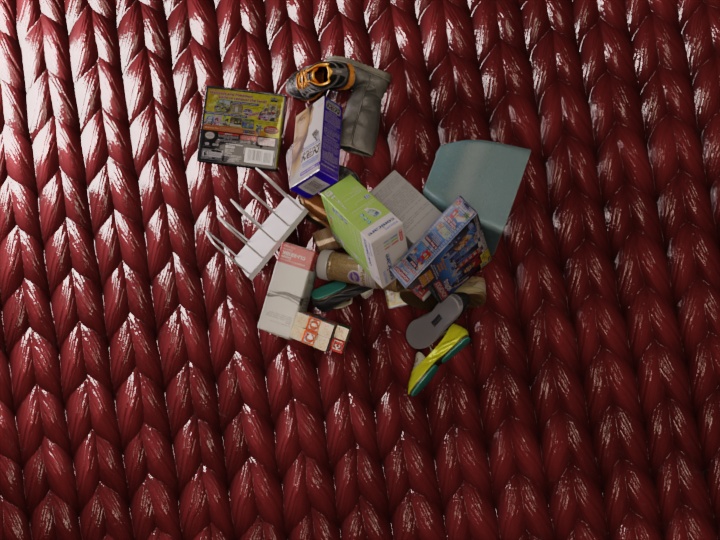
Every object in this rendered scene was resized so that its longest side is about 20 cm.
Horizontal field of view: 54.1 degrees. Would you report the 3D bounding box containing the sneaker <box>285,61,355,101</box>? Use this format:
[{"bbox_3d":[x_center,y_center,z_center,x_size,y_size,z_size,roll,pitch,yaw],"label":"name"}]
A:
[{"bbox_3d":[-0.107,-0.445,1.629,0.197,0.077,0.080,-5,92,39],"label":"sneaker"}]

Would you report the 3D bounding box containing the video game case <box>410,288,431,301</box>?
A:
[{"bbox_3d":[0.117,-0.043,1.613,0.199,0.018,0.143,40,75,21],"label":"video game case"}]

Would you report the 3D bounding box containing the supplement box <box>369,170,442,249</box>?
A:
[{"bbox_3d":[0.109,-0.107,1.568,0.103,0.102,0.200,-43,74,-14],"label":"supplement box"}]

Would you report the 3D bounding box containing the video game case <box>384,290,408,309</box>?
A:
[{"bbox_3d":[0.142,-0.021,1.660,0.196,0.023,0.186,-12,87,1],"label":"video game case"}]

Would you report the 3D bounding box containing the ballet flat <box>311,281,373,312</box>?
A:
[{"bbox_3d":[-0.020,0.042,1.645,0.197,0.073,0.074,-25,87,-2],"label":"ballet flat"}]

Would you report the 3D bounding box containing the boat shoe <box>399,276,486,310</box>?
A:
[{"bbox_3d":[0.189,0.046,1.617,0.195,0.072,0.065,1,52,9],"label":"boat shoe"}]

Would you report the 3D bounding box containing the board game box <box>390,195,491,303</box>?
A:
[{"bbox_3d":[0.165,-0.023,1.453,0.199,0.201,0.062,-38,57,-3],"label":"board game box"}]

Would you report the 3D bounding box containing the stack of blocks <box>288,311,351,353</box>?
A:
[{"bbox_3d":[-0.085,0.138,1.571,0.113,0.200,0.060,19,88,4],"label":"stack of blocks"}]

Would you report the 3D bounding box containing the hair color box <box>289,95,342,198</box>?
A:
[{"bbox_3d":[-0.100,-0.279,1.600,0.064,0.108,0.204,25,56,-37],"label":"hair color box"}]

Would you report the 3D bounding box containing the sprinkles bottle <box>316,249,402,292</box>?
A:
[{"bbox_3d":[0.000,0.000,1.578,0.196,0.068,0.070,9,88,22],"label":"sprinkles bottle"}]

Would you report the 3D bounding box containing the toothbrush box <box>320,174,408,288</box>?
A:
[{"bbox_3d":[0.012,-0.084,1.503,0.085,0.147,0.200,-32,50,-14],"label":"toothbrush box"}]

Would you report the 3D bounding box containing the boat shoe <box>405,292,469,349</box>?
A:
[{"bbox_3d":[0.177,0.115,1.595,0.056,0.200,0.069,-19,71,-43],"label":"boat shoe"}]

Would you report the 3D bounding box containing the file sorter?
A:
[{"bbox_3d":[-0.243,-0.111,1.599,0.124,0.139,0.201,40,89,-29],"label":"file sorter"}]

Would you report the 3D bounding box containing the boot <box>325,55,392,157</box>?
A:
[{"bbox_3d":[-0.025,-0.389,1.668,0.178,0.073,0.204,19,95,5],"label":"boot"}]

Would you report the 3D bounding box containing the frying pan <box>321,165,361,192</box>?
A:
[{"bbox_3d":[-0.064,-0.235,1.662,0.113,0.031,0.192,-14,59,-27],"label":"frying pan"}]

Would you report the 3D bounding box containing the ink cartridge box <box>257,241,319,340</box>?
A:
[{"bbox_3d":[-0.159,0.048,1.606,0.082,0.144,0.204,15,87,4],"label":"ink cartridge box"}]

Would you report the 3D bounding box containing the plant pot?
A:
[{"bbox_3d":[0.246,-0.179,1.573,0.197,0.197,0.199,21,79,9],"label":"plant pot"}]

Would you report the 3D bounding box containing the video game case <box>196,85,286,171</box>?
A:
[{"bbox_3d":[-0.284,-0.341,1.690,0.195,0.026,0.185,7,88,3],"label":"video game case"}]

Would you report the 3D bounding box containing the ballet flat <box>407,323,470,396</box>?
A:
[{"bbox_3d":[0.168,0.201,1.634,0.200,0.067,0.067,-45,65,-3],"label":"ballet flat"}]

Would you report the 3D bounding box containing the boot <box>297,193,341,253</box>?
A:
[{"bbox_3d":[-0.060,-0.152,1.657,0.152,0.074,0.203,-22,86,-6],"label":"boot"}]
